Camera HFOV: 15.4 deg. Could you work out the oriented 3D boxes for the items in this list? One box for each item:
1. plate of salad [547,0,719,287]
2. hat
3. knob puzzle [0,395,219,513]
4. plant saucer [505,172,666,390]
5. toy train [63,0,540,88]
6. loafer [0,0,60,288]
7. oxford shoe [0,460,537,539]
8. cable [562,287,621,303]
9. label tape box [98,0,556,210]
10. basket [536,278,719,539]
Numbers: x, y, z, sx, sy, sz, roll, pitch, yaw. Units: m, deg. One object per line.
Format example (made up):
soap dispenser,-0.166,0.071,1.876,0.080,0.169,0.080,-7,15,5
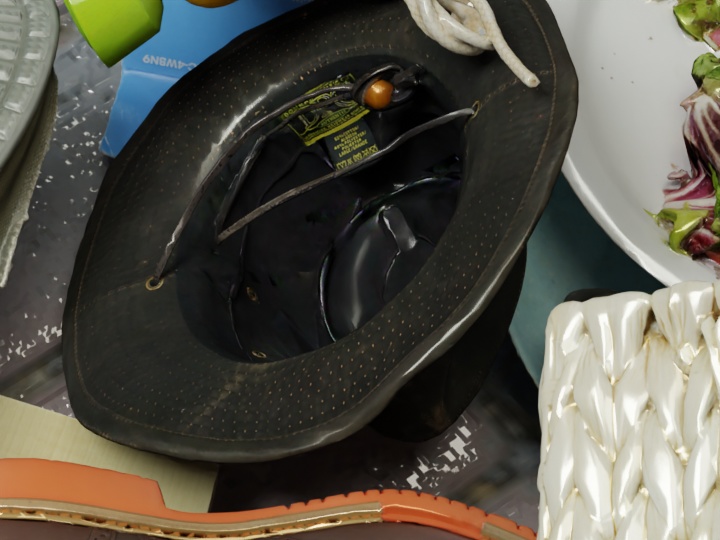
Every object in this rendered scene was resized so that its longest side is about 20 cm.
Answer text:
plate of salad,0.154,-0.065,0.855,0.200,0.048,0.200,5,60,-8
hat,0.000,0.000,0.812,0.200,0.081,0.201,-23,37,19
knob puzzle,-0.152,0.119,0.758,0.219,0.030,0.220,4,56,-6
plant saucer,0.139,0.009,0.862,0.201,0.039,0.201,3,57,-5
toy train,-0.040,-0.097,0.803,0.116,0.085,0.200,-29,52,0
loafer,-0.141,-0.003,0.781,0.075,0.070,0.200,15,60,11
oxford shoe,-0.022,0.104,0.714,0.200,0.071,0.073,5,40,-4
cable,0.145,0.064,0.776,0.200,0.050,0.097,14,33,11
label tape box,0.001,-0.119,0.915,0.143,0.066,0.200,11,54,1
basket,0.120,0.103,0.658,0.123,0.136,0.200,-5,73,28
